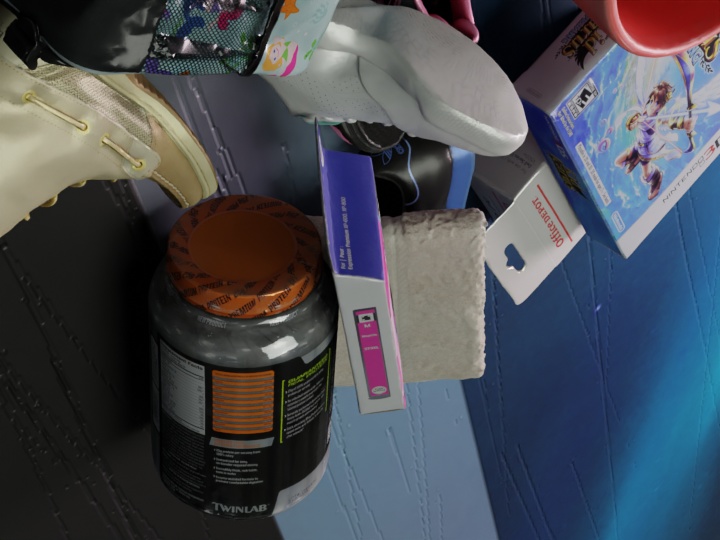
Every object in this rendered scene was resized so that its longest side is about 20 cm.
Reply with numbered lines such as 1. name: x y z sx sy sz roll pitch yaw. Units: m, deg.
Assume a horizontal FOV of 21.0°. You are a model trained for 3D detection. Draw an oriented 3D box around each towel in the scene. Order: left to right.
1. towel: 0.023 0.019 1.358 0.132 0.035 0.200 -4 146 0

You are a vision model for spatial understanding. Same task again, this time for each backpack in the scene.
1. backpack: -0.093 -0.177 0.957 0.200 0.178 0.151 2 126 -57

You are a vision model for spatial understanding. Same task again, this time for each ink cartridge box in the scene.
1. ink cartridge box: 0.000 0.000 1.211 0.037 0.095 0.200 -8 146 4
2. ink cartridge box: 0.145 -0.084 1.451 0.200 0.067 0.117 -48 147 -6

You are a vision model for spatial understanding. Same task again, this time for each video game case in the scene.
1. video game case: 0.208 -0.130 1.385 0.181 0.045 0.200 -49 144 -8

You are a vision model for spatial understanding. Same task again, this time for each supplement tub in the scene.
1. supplement tub: -0.076 0.056 1.262 0.122 0.123 0.200 -29 142 -32

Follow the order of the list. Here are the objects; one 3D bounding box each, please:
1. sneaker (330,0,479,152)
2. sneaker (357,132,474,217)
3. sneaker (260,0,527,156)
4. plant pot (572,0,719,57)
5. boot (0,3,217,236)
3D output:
1. sneaker: 0.030 -0.147 1.219 0.079 0.095 0.200 -30 143 -36
2. sneaker: 0.033 -0.028 1.377 0.078 0.070 0.200 -24 139 -19
3. sneaker: 0.001 -0.113 1.165 0.089 0.200 0.075 -56 -169 38
4. plant pot: 0.161 -0.256 1.190 0.200 0.177 0.201 -31 143 -27
5. boot: -0.175 -0.052 1.073 0.155 0.073 0.200 -49 147 -4
